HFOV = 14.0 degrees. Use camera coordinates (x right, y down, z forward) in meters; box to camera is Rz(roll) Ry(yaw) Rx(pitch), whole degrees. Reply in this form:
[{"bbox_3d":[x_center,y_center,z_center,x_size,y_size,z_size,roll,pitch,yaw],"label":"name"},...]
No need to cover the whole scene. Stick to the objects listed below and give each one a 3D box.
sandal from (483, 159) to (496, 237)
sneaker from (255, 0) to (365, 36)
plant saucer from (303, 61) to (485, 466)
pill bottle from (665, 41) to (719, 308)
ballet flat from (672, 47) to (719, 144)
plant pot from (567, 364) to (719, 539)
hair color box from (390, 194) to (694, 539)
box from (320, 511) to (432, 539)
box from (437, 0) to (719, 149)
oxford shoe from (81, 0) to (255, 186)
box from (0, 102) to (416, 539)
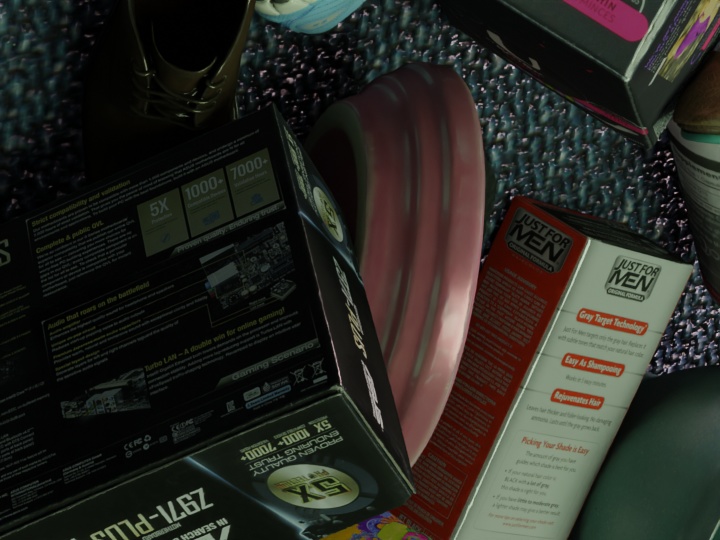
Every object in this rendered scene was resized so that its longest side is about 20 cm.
[{"bbox_3d":[0.011,0.030,1.482,0.075,0.048,0.201,40,70,-56],"label":"sandal"},{"bbox_3d":[0.015,-0.191,1.337,0.200,0.078,0.090,-48,157,-5],"label":"sneaker"},{"bbox_3d":[0.000,0.000,1.352,0.051,0.201,0.202,10,109,-18],"label":"plant saucer"},{"bbox_3d":[0.224,-0.071,1.577,0.114,0.114,0.201,-40,137,-20],"label":"pill bottle"},{"bbox_3d":[0.220,-0.098,1.427,0.199,0.068,0.073,-2,103,-47],"label":"ballet flat"},{"bbox_3d":[0.187,0.136,1.649,0.200,0.134,0.201,-32,135,-39],"label":"plant pot"},{"bbox_3d":[0.091,0.068,1.570,0.101,0.061,0.201,13,105,-49],"label":"hair color box"},{"bbox_3d":[-0.084,0.177,1.351,0.122,0.200,0.194,-16,124,-39],"label":"box"},{"bbox_3d":[0.106,-0.142,1.347,0.106,0.122,0.200,-57,169,-1],"label":"box"},{"bbox_3d":[-0.085,-0.083,1.263,0.072,0.085,0.201,9,115,-3],"label":"oxford shoe"},{"bbox_3d":[-0.095,0.049,1.227,0.199,0.164,0.086,-24,138,9],"label":"box"}]
